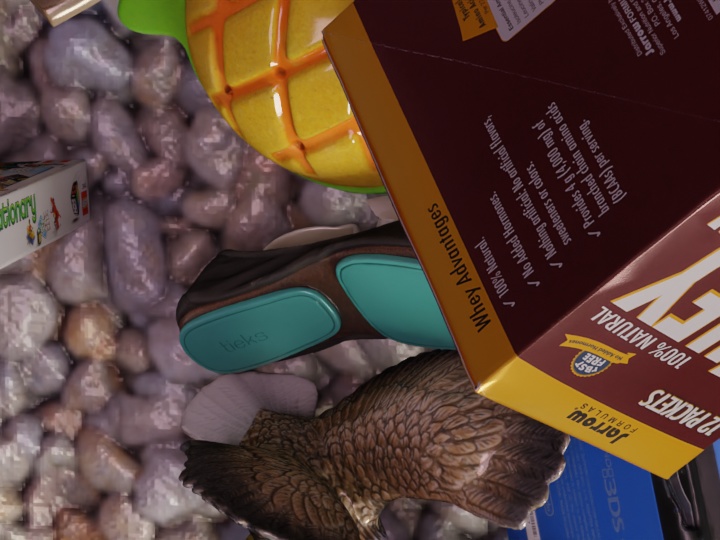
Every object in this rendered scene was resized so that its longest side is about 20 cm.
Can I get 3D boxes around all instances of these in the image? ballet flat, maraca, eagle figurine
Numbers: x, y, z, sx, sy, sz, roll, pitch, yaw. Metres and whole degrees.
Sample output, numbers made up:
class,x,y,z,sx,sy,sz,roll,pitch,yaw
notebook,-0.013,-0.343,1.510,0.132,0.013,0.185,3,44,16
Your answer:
class,x,y,z,sx,sy,sz,roll,pitch,yaw
ballet flat,0.000,0.000,1.089,0.200,0.068,0.068,-6,134,33
maraca,-0.030,-0.118,1.079,0.200,0.107,0.137,37,119,9
eagle figurine,-0.009,0.100,1.073,0.151,0.200,0.152,21,61,-6

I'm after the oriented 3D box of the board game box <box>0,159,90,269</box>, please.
class,x,y,z,sx,sy,sz,roll,pitch,yaw
board game box,-0.207,-0.022,1.069,0.126,0.200,0.035,-2,98,7

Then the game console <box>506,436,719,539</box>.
class,x,y,z,sx,sy,sz,roll,pitch,yaw
game console,0.157,0.085,1.060,0.171,0.118,0.200,-15,84,50

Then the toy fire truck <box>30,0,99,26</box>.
class,x,y,z,sx,sy,sz,roll,pitch,yaw
toy fire truck,-0.125,-0.200,1.034,0.176,0.129,0.200,-36,75,11

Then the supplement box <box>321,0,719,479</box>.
class,x,y,z,sx,sy,sz,roll,pitch,yaw
supplement box,0.122,-0.065,0.931,0.200,0.133,0.197,-40,50,22
